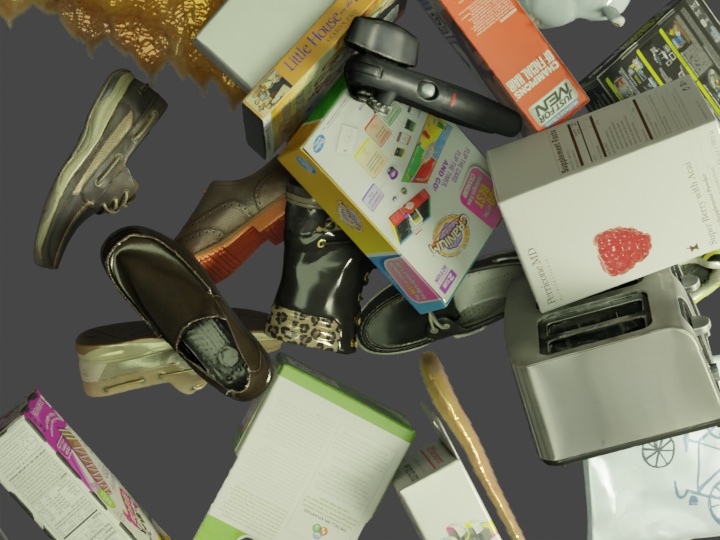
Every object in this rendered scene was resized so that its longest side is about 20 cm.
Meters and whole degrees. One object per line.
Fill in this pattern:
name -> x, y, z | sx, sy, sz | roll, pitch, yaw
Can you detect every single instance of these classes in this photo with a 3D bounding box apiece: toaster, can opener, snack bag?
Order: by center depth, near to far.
can opener -> 0.067, -0.157, 1.447 | 0.199, 0.063, 0.079 | 21, 97, -32
toaster -> 0.221, 0.076, 1.477 | 0.199, 0.181, 0.119 | -16, 114, 13
snack bag -> 0.311, 0.183, 1.632 | 0.198, 0.021, 0.190 | -7, 95, -7

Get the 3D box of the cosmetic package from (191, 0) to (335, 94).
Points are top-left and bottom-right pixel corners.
cosmetic package -> -0.061, -0.259, 1.507 | 0.085, 0.108, 0.200 | 40, 91, -9

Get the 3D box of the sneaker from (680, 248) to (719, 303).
sneaker -> 0.265, 0.023, 1.585 | 0.199, 0.076, 0.076 | -31, 99, -2

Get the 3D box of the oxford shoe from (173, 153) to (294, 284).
oxford shoe -> -0.138, -0.038, 1.546 | 0.199, 0.071, 0.073 | -29, 71, -2

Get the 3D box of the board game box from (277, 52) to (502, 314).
board game box -> 0.037, -0.084, 1.478 | 0.200, 0.040, 0.153 | 47, 56, -17

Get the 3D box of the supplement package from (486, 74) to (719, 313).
supplement package -> 0.228, -0.068, 1.450 | 0.199, 0.120, 0.122 | -21, 115, 9

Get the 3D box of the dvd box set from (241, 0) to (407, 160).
dvd box set -> -0.030, -0.196, 1.483 | 0.029, 0.146, 0.200 | 41, 80, 6

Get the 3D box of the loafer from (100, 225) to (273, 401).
loafer -> -0.154, 0.037, 1.468 | 0.200, 0.071, 0.073 | 44, 91, -3

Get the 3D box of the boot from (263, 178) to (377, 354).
boot -> 0.000, 0.000, 1.529 | 0.199, 0.073, 0.152 | 9, 98, -41

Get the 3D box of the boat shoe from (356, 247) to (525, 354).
boat shoe -> 0.089, 0.032, 1.572 | 0.199, 0.060, 0.074 | -16, 98, -5

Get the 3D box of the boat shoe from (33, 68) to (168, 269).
boat shoe -> -0.241, -0.087, 1.516 | 0.073, 0.074, 0.201 | 26, 92, -8

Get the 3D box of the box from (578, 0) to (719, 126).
box -> 0.319, -0.144, 1.564 | 0.160, 0.044, 0.200 | -42, 99, -25

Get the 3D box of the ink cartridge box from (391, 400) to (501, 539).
ink cartridge box -> 0.083, 0.234, 1.561 | 0.068, 0.115, 0.201 | -27, 97, -4

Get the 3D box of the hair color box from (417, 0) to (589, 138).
hair color box -> 0.123, -0.220, 1.530 | 0.064, 0.111, 0.200 | -39, 97, -1

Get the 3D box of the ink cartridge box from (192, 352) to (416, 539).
ink cartridge box -> -0.060, 0.202, 1.562 | 0.147, 0.076, 0.201 | 28, 92, -9

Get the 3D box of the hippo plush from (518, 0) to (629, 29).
hippo plush -> 0.199, -0.318, 1.537 | 0.199, 0.160, 0.161 | -15, 128, 9

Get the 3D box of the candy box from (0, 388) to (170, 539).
candy box -> -0.261, 0.211, 1.507 | 0.061, 0.136, 0.200 | -40, 99, -1

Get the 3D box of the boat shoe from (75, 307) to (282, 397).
boat shoe -> -0.167, 0.081, 1.544 | 0.198, 0.072, 0.065 | -8, 108, -6
